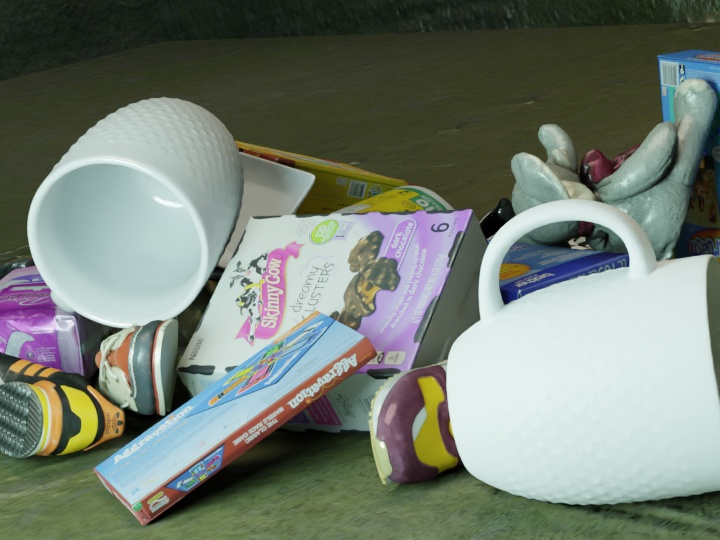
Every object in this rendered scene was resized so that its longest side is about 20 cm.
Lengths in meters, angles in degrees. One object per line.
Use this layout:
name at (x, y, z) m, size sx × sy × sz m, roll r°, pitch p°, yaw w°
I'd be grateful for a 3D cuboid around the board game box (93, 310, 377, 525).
board game box at (-0.089, 0.100, 1.523) m, size 0.200 × 0.019 × 0.103 m, roll -35°, pitch 21°, yaw -12°

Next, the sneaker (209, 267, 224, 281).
sneaker at (-0.090, 0.001, 2.018) m, size 0.078 × 0.078 × 0.200 m, roll 3°, pitch 14°, yaw 44°

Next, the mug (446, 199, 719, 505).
mug at (0.144, 0.052, 1.379) m, size 0.175 × 0.201 × 0.148 m, roll -10°, pitch 16°, yaw 17°

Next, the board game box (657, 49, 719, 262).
board game box at (0.324, -0.088, 1.902) m, size 0.045 × 0.201 × 0.152 m, roll -11°, pitch 14°, yaw -22°

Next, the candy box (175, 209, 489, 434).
candy box at (-0.016, 0.038, 1.649) m, size 0.199 × 0.072 × 0.168 m, roll -1°, pitch 46°, yaw 28°

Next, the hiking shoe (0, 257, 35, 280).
hiking shoe at (-0.264, -0.001, 2.074) m, size 0.199 × 0.076 × 0.100 m, roll -14°, pitch -2°, yaw 43°

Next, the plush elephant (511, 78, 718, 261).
plush elephant at (0.199, -0.065, 1.863) m, size 0.154 × 0.165 × 0.201 m, roll 18°, pitch 55°, yaw 1°

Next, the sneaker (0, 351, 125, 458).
sneaker at (-0.249, 0.106, 1.687) m, size 0.090 × 0.070 × 0.200 m, roll 4°, pitch 6°, yaw -28°

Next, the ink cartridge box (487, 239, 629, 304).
ink cartridge box at (0.130, 0.030, 1.777) m, size 0.136 × 0.077 × 0.200 m, roll -18°, pitch 18°, yaw -40°

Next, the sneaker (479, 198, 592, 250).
sneaker at (0.155, -0.027, 1.992) m, size 0.199 × 0.083 × 0.071 m, roll -9°, pitch 13°, yaw -9°

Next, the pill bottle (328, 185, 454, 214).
pill bottle at (0.000, 0.000, 1.888) m, size 0.112 × 0.113 × 0.200 m, roll 2°, pitch 15°, yaw 35°

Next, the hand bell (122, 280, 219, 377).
hand bell at (-0.107, 0.037, 1.909) m, size 0.104 × 0.105 × 0.200 m, roll 2°, pitch 2°, yaw 34°

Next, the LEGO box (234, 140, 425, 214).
LEGO box at (-0.062, -0.068, 2.020) m, size 0.199 × 0.078 × 0.149 m, roll 9°, pitch 6°, yaw -44°

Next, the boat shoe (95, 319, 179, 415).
boat shoe at (-0.171, 0.074, 1.655) m, size 0.062 × 0.072 × 0.200 m, roll 11°, pitch -8°, yaw -3°

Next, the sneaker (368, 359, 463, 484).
sneaker at (0.082, 0.095, 1.505) m, size 0.090 × 0.075 × 0.200 m, roll -5°, pitch 12°, yaw 32°

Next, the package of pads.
package of pads at (-0.277, 0.049, 1.903) m, size 0.120 × 0.076 × 0.200 m, roll -4°, pitch 13°, yaw 9°

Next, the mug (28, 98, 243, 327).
mug at (-0.183, -0.043, 1.756) m, size 0.200 × 0.147 × 0.176 m, roll -47°, pitch 9°, yaw 29°

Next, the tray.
tray at (-0.127, -0.055, 1.906) m, size 0.200 × 0.022 × 0.108 m, roll 19°, pitch 72°, yaw 45°
